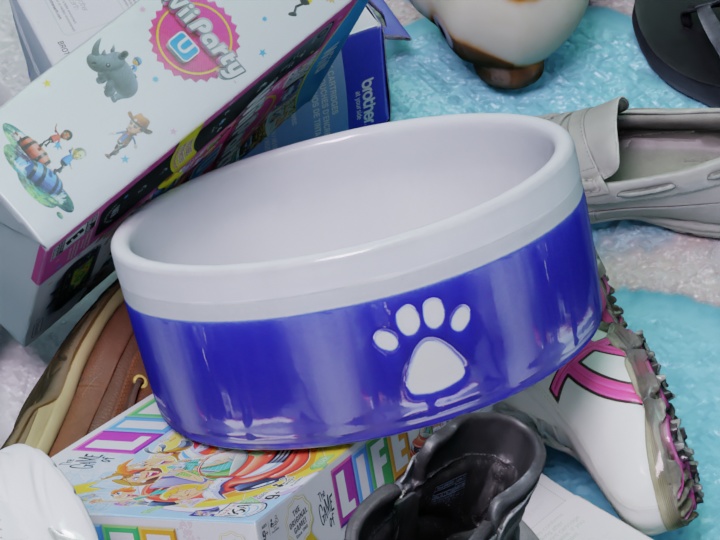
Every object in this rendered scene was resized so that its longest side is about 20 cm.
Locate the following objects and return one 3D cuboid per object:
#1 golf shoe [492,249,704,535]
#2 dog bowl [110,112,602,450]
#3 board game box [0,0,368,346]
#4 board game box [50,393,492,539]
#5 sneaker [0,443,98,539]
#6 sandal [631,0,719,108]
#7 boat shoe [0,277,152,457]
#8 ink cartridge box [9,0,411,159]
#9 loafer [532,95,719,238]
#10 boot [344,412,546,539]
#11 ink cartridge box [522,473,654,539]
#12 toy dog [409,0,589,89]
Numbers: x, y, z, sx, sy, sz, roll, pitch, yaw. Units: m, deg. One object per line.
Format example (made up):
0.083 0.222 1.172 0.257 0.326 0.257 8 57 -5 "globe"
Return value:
0.091 0.054 0.932 0.092 0.073 0.200 -25 39 1 "golf shoe"
0.000 0.000 0.865 0.199 0.079 0.200 -13 17 4 "dog bowl"
-0.095 -0.069 0.936 0.064 0.148 0.200 45 68 3 "board game box"
-0.047 0.078 0.851 0.134 0.034 0.200 -2 16 29 "board game box"
-0.111 0.140 0.686 0.099 0.078 0.200 -21 35 -29 "sneaker"
0.223 -0.106 1.085 0.076 0.043 0.200 -28 50 -20 "sandal"
-0.120 0.070 0.940 0.067 0.072 0.200 34 41 -8 "boat shoe"
-0.073 -0.123 1.106 0.199 0.076 0.137 -21 49 -13 "ink cartridge box"
0.122 -0.059 1.031 0.199 0.070 0.070 1 46 6 "loafer"
0.040 0.105 0.734 0.070 0.132 0.200 23 27 12 "boot"
0.045 0.146 0.858 0.145 0.048 0.200 -35 42 -26 "ink cartridge box"
0.098 -0.192 1.137 0.193 0.140 0.200 28 54 6 "toy dog"
